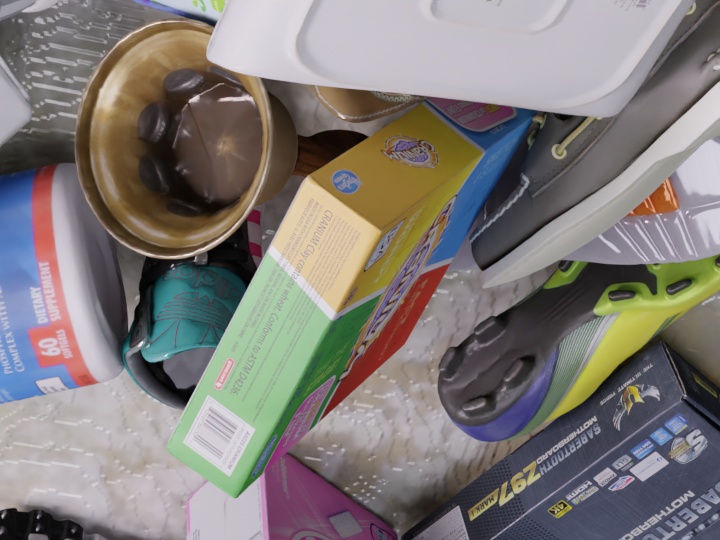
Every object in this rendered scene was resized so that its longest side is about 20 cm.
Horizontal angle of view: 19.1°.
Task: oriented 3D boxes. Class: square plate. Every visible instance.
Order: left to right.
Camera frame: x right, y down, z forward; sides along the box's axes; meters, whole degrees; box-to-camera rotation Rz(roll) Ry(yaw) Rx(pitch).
[{"bbox_3d":[0.058,-0.125,0.851,0.196,0.029,0.200,6,146,-19],"label":"square plate"}]

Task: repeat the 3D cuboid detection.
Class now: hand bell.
[{"bbox_3d":[-0.035,-0.056,1.018,0.104,0.104,0.200,-44,160,22],"label":"hand bell"}]

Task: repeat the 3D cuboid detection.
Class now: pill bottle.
[{"bbox_3d":[-0.224,0.019,1.070,0.198,0.113,0.113,-13,125,3],"label":"pill bottle"}]

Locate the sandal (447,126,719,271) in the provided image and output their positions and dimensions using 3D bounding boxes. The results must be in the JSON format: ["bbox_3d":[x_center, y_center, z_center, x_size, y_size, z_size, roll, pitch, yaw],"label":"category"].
[{"bbox_3d":[0.104,-0.047,1.103,0.205,0.059,0.080,-4,113,22],"label":"sandal"}]

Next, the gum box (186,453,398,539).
[{"bbox_3d":[-0.031,0.198,1.162,0.066,0.201,0.113,-41,118,21],"label":"gum box"}]

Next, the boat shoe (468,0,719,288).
[{"bbox_3d":[0.118,-0.062,1.017,0.202,0.072,0.061,-41,77,37],"label":"boat shoe"}]

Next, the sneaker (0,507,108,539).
[{"bbox_3d":[-0.132,0.203,1.240,0.199,0.067,0.091,19,124,-14],"label":"sneaker"}]

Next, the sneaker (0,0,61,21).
[{"bbox_3d":[-0.195,-0.189,0.898,0.075,0.115,0.201,-9,111,43],"label":"sneaker"}]

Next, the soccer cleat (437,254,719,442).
[{"bbox_3d":[0.131,0.025,1.159,0.199,0.065,0.084,-35,151,12],"label":"soccer cleat"}]

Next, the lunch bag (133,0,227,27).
[{"bbox_3d":[-0.062,-0.203,0.911,0.082,0.160,0.201,-37,131,-36],"label":"lunch bag"}]

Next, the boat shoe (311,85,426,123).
[{"bbox_3d":[0.019,-0.109,0.983,0.071,0.076,0.200,33,150,-8],"label":"boat shoe"}]

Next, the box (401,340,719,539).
[{"bbox_3d":[0.147,0.148,1.231,0.200,0.051,0.157,-38,129,19],"label":"box"}]

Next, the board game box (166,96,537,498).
[{"bbox_3d":[0.000,0.000,0.987,0.040,0.200,0.154,34,119,10],"label":"board game box"}]

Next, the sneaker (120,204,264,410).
[{"bbox_3d":[-0.080,-0.008,1.063,0.083,0.121,0.201,-5,125,-3],"label":"sneaker"}]

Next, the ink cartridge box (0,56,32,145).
[{"bbox_3d":[-0.272,-0.069,0.975,0.200,0.083,0.147,-41,123,-12],"label":"ink cartridge box"}]
